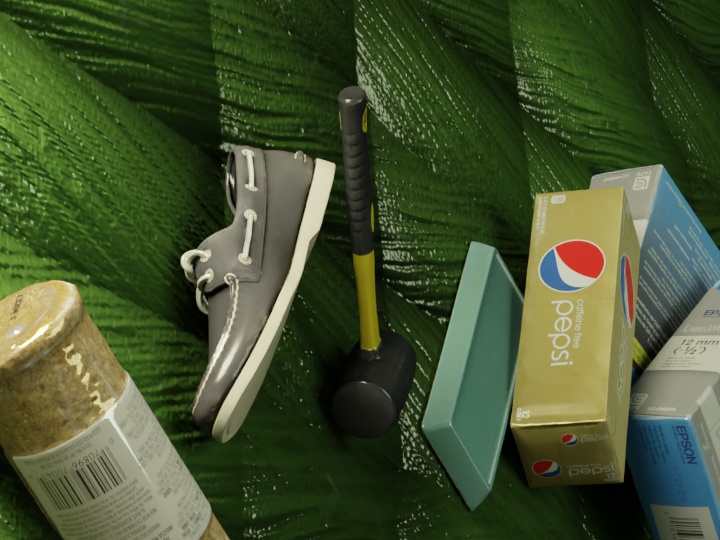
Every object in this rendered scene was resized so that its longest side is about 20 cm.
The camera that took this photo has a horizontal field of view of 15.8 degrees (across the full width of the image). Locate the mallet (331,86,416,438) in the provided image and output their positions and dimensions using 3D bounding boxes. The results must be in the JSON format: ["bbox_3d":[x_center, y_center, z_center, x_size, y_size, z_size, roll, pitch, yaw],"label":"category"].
[{"bbox_3d":[0.000,0.000,1.409,0.066,0.041,0.201,-71,159,-52],"label":"mallet"}]

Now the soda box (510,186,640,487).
[{"bbox_3d":[0.142,0.042,1.692,0.068,0.064,0.201,69,22,-46],"label":"soda box"}]

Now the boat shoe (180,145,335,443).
[{"bbox_3d":[-0.065,0.008,1.349,0.062,0.073,0.201,21,45,-2],"label":"boat shoe"}]

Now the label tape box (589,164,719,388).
[{"bbox_3d":[0.196,0.049,1.821,0.143,0.066,0.201,51,47,-37],"label":"label tape box"}]

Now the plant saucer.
[{"bbox_3d":[0.077,0.061,1.630,0.070,0.019,0.200,59,26,-26],"label":"plant saucer"}]

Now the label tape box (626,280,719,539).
[{"bbox_3d":[0.261,0.104,1.775,0.200,0.066,0.144,-44,122,-41],"label":"label tape box"}]

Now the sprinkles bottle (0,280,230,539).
[{"bbox_3d":[-0.107,0.102,1.156,0.201,0.068,0.068,60,27,-23],"label":"sprinkles bottle"}]
